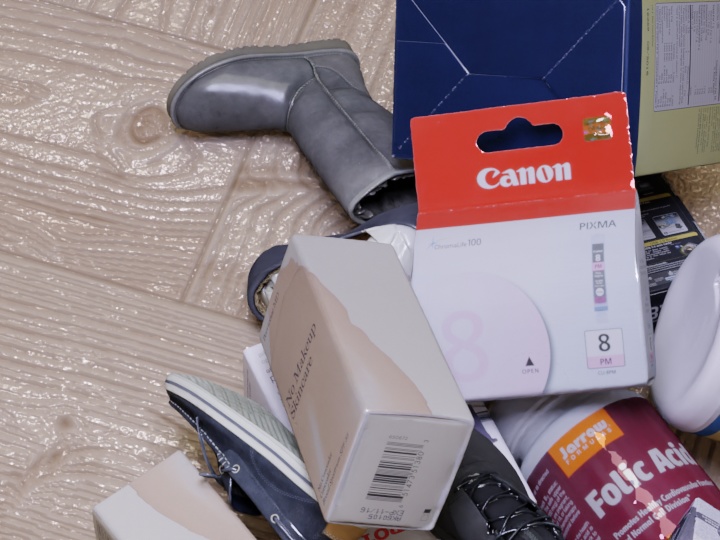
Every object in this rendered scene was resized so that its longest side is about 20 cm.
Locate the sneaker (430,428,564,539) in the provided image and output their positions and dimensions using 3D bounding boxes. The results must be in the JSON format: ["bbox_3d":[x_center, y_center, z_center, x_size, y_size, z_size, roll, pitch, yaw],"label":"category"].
[{"bbox_3d":[0.099,0.173,1.485,0.076,0.091,0.201,-28,69,-18],"label":"sneaker"}]

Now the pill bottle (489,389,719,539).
[{"bbox_3d":[0.182,0.157,1.576,0.114,0.115,0.200,-27,60,-19],"label":"pill bottle"}]

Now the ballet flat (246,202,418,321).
[{"bbox_3d":[0.000,0.000,1.670,0.199,0.073,0.073,-14,50,25],"label":"ballet flat"}]

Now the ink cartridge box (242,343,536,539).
[{"bbox_3d":[0.019,0.131,1.608,0.144,0.085,0.201,-20,58,-15],"label":"ink cartridge box"}]

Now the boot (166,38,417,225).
[{"bbox_3d":[-0.039,-0.098,1.760,0.181,0.073,0.201,-17,49,-14],"label":"boot"}]

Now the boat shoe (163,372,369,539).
[{"bbox_3d":[-0.073,0.133,1.535,0.200,0.074,0.063,37,100,34],"label":"boat shoe"}]

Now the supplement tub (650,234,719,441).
[{"bbox_3d":[0.322,0.067,1.605,0.199,0.145,0.146,17,54,-13],"label":"supplement tub"}]

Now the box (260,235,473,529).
[{"bbox_3d":[0.000,0.071,1.489,0.077,0.095,0.200,6,31,-22],"label":"box"}]

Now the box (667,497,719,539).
[{"bbox_3d":[0.258,0.253,1.408,0.199,0.115,0.132,34,18,7],"label":"box"}]

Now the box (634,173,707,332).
[{"bbox_3d":[0.158,-0.008,1.713,0.199,0.049,0.162,-15,44,-12],"label":"box"}]

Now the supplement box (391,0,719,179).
[{"bbox_3d":[0.158,-0.149,1.687,0.199,0.135,0.199,8,11,34],"label":"supplement box"}]

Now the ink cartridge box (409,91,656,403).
[{"bbox_3d":[0.113,-0.014,1.550,0.161,0.057,0.202,-6,93,15],"label":"ink cartridge box"}]

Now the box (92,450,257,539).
[{"bbox_3d":[-0.093,0.231,1.530,0.078,0.095,0.200,-33,63,-21],"label":"box"}]
